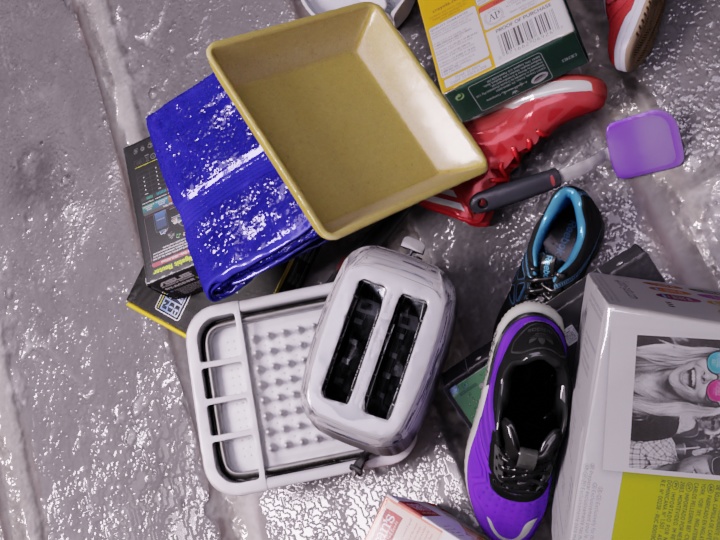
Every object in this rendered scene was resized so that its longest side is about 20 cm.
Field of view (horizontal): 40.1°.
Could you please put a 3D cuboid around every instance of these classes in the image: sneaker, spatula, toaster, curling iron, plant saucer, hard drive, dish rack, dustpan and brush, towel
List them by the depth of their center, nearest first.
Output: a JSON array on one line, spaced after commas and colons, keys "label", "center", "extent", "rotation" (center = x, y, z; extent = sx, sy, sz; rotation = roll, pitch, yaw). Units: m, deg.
[{"label": "sneaker", "center": [0.121, 0.134, 0.756], "extent": [0.068, 0.100, 0.204], "rotation": [4, 106, 1]}, {"label": "hard drive", "center": [0.183, 0.092, 0.817], "extent": [0.199, 0.038, 0.141], "rotation": [-35, 100, 8]}, {"label": "toaster", "center": [0.013, 0.073, 0.827], "extent": [0.112, 0.129, 0.203], "rotation": [20, 81, 7]}, {"label": "sneaker", "center": [0.155, 0.022, 0.860], "extent": [0.072, 0.082, 0.203], "rotation": [14, 82, 22]}, {"label": "plant saucer", "center": [-0.014, -0.128, 0.865], "extent": [0.198, 0.049, 0.201], "rotation": [-25, 74, -35]}, {"label": "spatula", "center": [0.190, -0.090, 0.881], "extent": [0.197, 0.021, 0.057], "rotation": [-20, 108, -2]}, {"label": "towel", "center": [-0.112, -0.092, 0.894], "extent": [0.146, 0.050, 0.202], "rotation": [-28, 68, 10]}, {"label": "dish rack", "center": [-0.053, 0.106, 0.911], "extent": [0.196, 0.044, 0.175], "rotation": [-11, 78, 2]}, {"label": "sneaker", "center": [0.140, -0.103, 0.919], "extent": [0.197, 0.078, 0.118], "rotation": [-13, 83, 24]}, {"label": "sneaker", "center": [0.233, -0.282, 0.922], "extent": [0.111, 0.071, 0.203], "rotation": [14, 73, 20]}, {"label": "curling iron", "center": [0.000, 0.000, 0.960], "extent": [0.049, 0.026, 0.201], "rotation": [35, 86, 10]}, {"label": "dustpan and brush", "center": [0.018, -0.269, 1.009], "extent": [0.138, 0.057, 0.202], "rotation": [-30, 66, 11]}]

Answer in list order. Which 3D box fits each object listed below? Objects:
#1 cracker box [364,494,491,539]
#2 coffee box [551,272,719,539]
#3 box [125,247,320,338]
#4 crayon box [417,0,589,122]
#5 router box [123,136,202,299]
[{"label": "cracker box", "center": [0.109, 0.254, 0.782], "extent": [0.198, 0.134, 0.058], "rotation": [26, 85, 25]}, {"label": "coffee box", "center": [0.244, 0.122, 0.682], "extent": [0.194, 0.200, 0.204], "rotation": [8, 98, 9]}, {"label": "box", "center": [-0.129, -0.020, 1.004], "extent": [0.158, 0.049, 0.202], "rotation": [24, 85, 27]}, {"label": "crayon box", "center": [0.120, -0.250, 0.905], "extent": [0.124, 0.052, 0.203], "rotation": [-23, 57, 19]}, {"label": "router box", "center": [-0.123, -0.079, 0.957], "extent": [0.197, 0.062, 0.152], "rotation": [-20, 68, 14]}]
